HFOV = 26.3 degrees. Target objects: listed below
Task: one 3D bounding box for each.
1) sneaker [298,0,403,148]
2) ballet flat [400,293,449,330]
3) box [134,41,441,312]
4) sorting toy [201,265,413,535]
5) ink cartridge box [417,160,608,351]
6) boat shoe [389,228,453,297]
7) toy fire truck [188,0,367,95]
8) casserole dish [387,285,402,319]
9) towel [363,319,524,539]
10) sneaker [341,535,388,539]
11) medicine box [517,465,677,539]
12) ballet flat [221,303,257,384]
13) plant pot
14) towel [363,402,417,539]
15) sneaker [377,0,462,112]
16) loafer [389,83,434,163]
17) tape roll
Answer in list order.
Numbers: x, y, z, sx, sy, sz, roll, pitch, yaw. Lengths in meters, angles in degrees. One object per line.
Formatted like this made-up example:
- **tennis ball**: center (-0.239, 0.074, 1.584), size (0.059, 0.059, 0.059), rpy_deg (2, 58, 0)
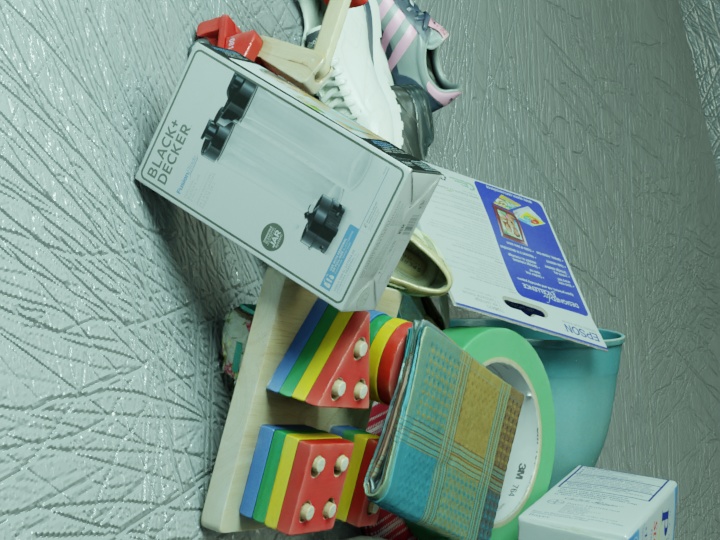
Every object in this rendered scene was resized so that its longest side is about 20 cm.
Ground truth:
- **sneaker**: center (-0.018, -0.176, 1.448), size (0.080, 0.076, 0.202), rpy_deg (4, 69, -56)
- **ballet flat**: center (0.044, -0.006, 1.475), size (0.202, 0.062, 0.067), rpy_deg (68, 24, -6)
- **box**: center (-0.055, -0.068, 1.117), size (0.117, 0.199, 0.060), rpy_deg (-62, 158, 13)
- **sorting toy**: center (-0.020, 0.108, 1.199), size (0.200, 0.069, 0.201), rpy_deg (11, 94, -62)
- **ink cartridge box**: center (0.121, -0.008, 1.453), size (0.196, 0.047, 0.201), rpy_deg (17, 41, -35)
- **boat shoe**: center (-0.013, -0.037, 1.278), size (0.200, 0.074, 0.063), rpy_deg (32, 1, -16)
- **toy fire truck**: center (-0.068, -0.164, 1.227), size (0.049, 0.140, 0.202), rpy_deg (46, 39, -49)
- **casserole dish**: center (0.000, 0.000, 1.385), size (0.121, 0.038, 0.202), rpy_deg (-123, -167, -75)
- **towel**: center (0.072, 0.140, 1.257), size (0.200, 0.022, 0.148), rpy_deg (36, 66, -54)
- **sneaker**: center (0.065, 0.285, 1.274), size (0.078, 0.198, 0.100), rpy_deg (103, -11, -45)
- **medicine box**: center (0.214, 0.294, 1.402), size (0.200, 0.102, 0.184), rpy_deg (-16, 110, -64)
- **ballet flat**: center (-0.057, 0.062, 1.264), size (0.199, 0.075, 0.065), rpy_deg (7, 104, -61)
- **plant pot**: center (0.161, 0.152, 1.556), size (0.200, 0.198, 0.190), rpy_deg (-6, 100, -66)
- **towel**: center (0.022, 0.179, 1.420), size (0.144, 0.022, 0.202), rpy_deg (-16, 94, -66)
- **sneaker**: center (0.049, -0.260, 1.602), size (0.202, 0.081, 0.070), rpy_deg (70, 26, -18)
- **loafer**: center (0.037, -0.086, 1.534), size (0.072, 0.072, 0.202), rpy_deg (-3, 78, -44)
- **tape roll**: center (0.103, 0.151, 1.367), size (0.200, 0.048, 0.203), rpy_deg (0, 89, -52)
